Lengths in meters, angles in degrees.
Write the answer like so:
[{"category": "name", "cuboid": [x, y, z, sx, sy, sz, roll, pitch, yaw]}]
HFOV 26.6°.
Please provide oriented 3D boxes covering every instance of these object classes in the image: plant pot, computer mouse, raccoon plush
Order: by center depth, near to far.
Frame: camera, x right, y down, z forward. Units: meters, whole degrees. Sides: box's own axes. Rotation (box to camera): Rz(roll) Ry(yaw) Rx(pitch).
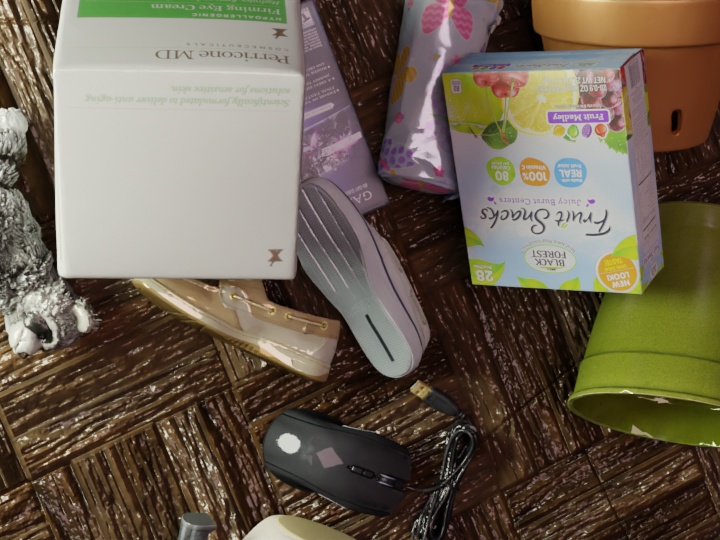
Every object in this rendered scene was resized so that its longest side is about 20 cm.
[{"category": "raccoon plush", "cuboid": [-0.274, -0.027, 1.306, 0.133, 0.097, 0.203, 20, 85, -21]}, {"category": "plant pot", "cuboid": [0.253, -0.191, 1.396, 0.197, 0.200, 0.142, -4, 107, -14]}, {"category": "computer mouse", "cuboid": [0.018, 0.160, 1.398, 0.198, 0.046, 0.142, 27, 85, -13]}, {"category": "plant pot", "cuboid": [0.305, 0.046, 1.412, 0.198, 0.200, 0.196, 16, 74, -14]}]

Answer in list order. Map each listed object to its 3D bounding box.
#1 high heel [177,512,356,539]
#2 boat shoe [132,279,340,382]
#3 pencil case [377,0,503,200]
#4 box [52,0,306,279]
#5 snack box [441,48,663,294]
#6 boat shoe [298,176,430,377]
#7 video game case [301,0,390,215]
[{"category": "high heel", "cuboid": [-0.086, 0.296, 1.373, 0.197, 0.071, 0.144, 10, 103, -21]}, {"category": "boat shoe", "cuboid": [-0.106, 0.031, 1.358, 0.198, 0.074, 0.070, 28, 81, -22]}, {"category": "pencil case", "cuboid": [0.072, -0.170, 1.395, 0.090, 0.083, 0.203, 13, 86, -28]}, {"category": "box", "cuboid": [-0.147, -0.117, 1.243, 0.196, 0.172, 0.202, 1, 127, -7]}, {"category": "snack box", "cuboid": [0.169, -0.086, 1.326, 0.068, 0.167, 0.203, -40, 125, -51]}, {"category": "boat shoe", "cuboid": [0.000, 0.000, 1.388, 0.202, 0.073, 0.067, 65, 32, -15]}, {"category": "video game case", "cuboid": [-0.072, -0.128, 1.391, 0.141, 0.019, 0.202, -23, 96, -13]}]
